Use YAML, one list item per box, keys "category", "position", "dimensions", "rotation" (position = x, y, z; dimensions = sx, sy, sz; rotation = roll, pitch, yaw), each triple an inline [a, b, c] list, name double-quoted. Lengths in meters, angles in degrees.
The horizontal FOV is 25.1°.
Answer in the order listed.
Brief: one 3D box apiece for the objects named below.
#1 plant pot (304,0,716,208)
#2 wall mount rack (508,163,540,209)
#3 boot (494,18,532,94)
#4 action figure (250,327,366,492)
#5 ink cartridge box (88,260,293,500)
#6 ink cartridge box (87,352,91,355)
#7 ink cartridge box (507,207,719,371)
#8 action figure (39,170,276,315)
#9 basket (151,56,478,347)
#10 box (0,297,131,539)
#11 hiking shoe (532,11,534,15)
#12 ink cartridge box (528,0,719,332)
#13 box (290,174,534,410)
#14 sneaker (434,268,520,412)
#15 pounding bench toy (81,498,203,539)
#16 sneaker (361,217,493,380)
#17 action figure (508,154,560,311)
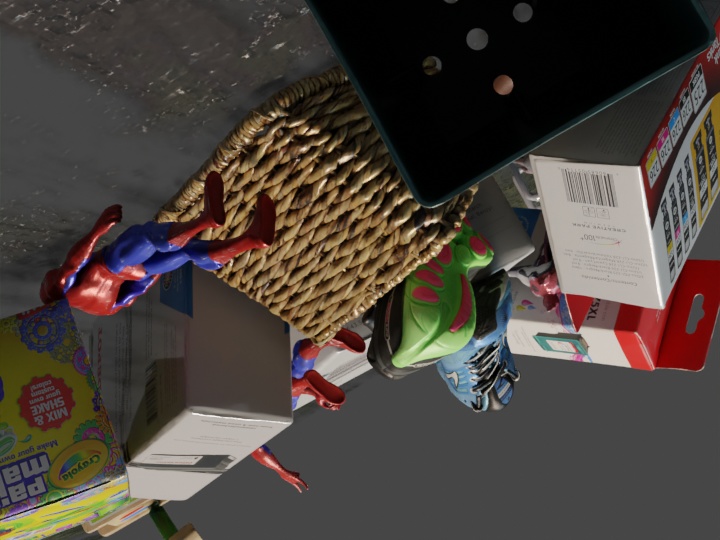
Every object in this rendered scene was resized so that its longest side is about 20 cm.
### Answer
- category: "plant pot"
  position: [0.058, -0.122, 0.763]
  dimensions: [0.141, 0.142, 0.200]
  rotation: [-30, 180, 4]
- category: "wall mount rack"
  position: [0.228, -0.123, 1.567]
  dimensions: [0.173, 0.075, 0.200]
  rotation: [-31, 173, 5]
- category: "boot"
  position: [0.076, -0.109, 1.153]
  dimensions: [0.186, 0.064, 0.200]
  rotation: [-37, 178, -28]
- category: "action figure"
  position: [-0.042, 0.105, 1.206]
  dimensions: [0.200, 0.099, 0.065]
  rotation: [-26, -146, 57]
- category: "ink cartridge box"
  position: [-0.128, 0.071, 1.186]
  dimensions: [0.084, 0.145, 0.200]
  rotation: [9, 153, -26]
- category: "ink cartridge box"
  position: [-0.191, 0.077, 1.445]
  dimensions: [0.199, 0.039, 0.099]
  rotation: [-27, 171, -22]
- category: "ink cartridge box"
  position: [0.204, 0.015, 1.395]
  dimensions: [0.199, 0.117, 0.067]
  rotation: [5, 151, 29]
- category: "action figure"
  position: [-0.137, -0.011, 1.005]
  dimensions: [0.200, 0.052, 0.065]
  rotation: [-23, 151, 39]
- category: "basket"
  position: [-0.021, -0.070, 1.051]
  dimensions: [0.200, 0.149, 0.143]
  rotation: [-41, -161, 54]
- category: "box"
  position: [-0.263, 0.123, 1.061]
  dimensions: [0.199, 0.122, 0.193]
  rotation: [-18, 170, -12]
- category: "hiking shoe"
  position: [0.155, -0.174, 1.035]
  dimensions: [0.100, 0.076, 0.200]
  rotation: [-25, 163, 4]
- category: "ink cartridge box"
  position: [0.211, -0.074, 1.185]
  dimensions: [0.084, 0.176, 0.200]
  rotation: [9, -133, 29]
- category: "box"
  position: [0.000, 0.000, 1.310]
  dimensions: [0.199, 0.131, 0.199]
  rotation: [-27, 171, -25]
- category: "sneaker"
  position: [0.096, 0.060, 1.239]
  dimensions: [0.078, 0.090, 0.200]
  rotation: [-30, 170, -4]
- category: "pounding bench toy"
  position: [-0.215, 0.207, 1.581]
  dimensions: [0.124, 0.201, 0.156]
  rotation: [-29, 171, -8]
- category: "sneaker"
  position: [0.038, 0.007, 1.113]
  dimensions: [0.084, 0.077, 0.200]
  rotation: [-40, -169, 25]
- category: "action figure"
  position: [0.186, -0.037, 1.341]
  dimensions: [0.134, 0.148, 0.200]
  rotation: [103, 6, -51]
